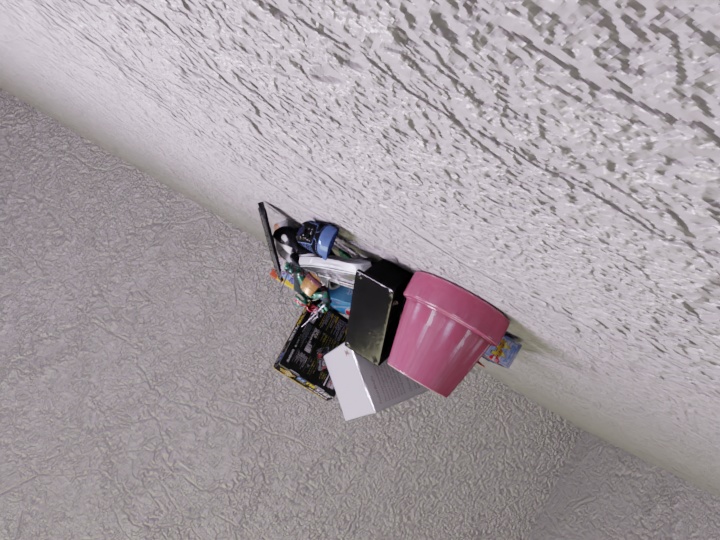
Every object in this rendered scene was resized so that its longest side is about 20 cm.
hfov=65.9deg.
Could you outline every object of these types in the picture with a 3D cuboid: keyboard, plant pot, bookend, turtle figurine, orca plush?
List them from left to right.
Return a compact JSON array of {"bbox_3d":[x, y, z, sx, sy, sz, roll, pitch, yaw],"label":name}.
[{"bbox_3d":[-0.226,-0.079,1.384,0.127,0.021,0.201,-112,11,-54],"label":"keyboard"},{"bbox_3d":[-0.112,0.023,1.310,0.150,0.200,0.101,36,-177,5],"label":"turtle figurine"},{"bbox_3d":[-0.115,-0.055,1.365,0.200,0.105,0.071,41,139,-5],"label":"orca plush"},{"bbox_3d":[0.071,0.059,1.163,0.092,0.199,0.200,28,-141,25],"label":"bookend"},{"bbox_3d":[0.148,0.126,1.033,0.199,0.179,0.200,29,175,3],"label":"plant pot"}]

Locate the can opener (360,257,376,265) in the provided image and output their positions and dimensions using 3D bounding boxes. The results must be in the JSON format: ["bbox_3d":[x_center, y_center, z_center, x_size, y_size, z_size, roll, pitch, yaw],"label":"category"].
[{"bbox_3d":[0.000,0.000,1.297,0.078,0.064,0.200,10,-178,-14],"label":"can opener"}]

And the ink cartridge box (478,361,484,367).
[{"bbox_3d":[0.251,0.169,1.409,0.109,0.050,0.200,31,-175,-12],"label":"ink cartridge box"}]

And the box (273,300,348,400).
[{"bbox_3d":[-0.098,0.189,1.356,0.159,0.200,0.049,35,147,-14],"label":"box"}]

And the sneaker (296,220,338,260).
[{"bbox_3d":[-0.092,-0.066,1.129,0.078,0.070,0.200,23,177,-5],"label":"sneaker"}]

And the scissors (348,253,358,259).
[{"bbox_3d":[0.044,0.000,1.340,0.200,0.014,0.073,32,177,-5],"label":"scissors"}]

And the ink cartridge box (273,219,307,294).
[{"bbox_3d":[-0.157,-0.011,1.447,0.050,0.201,0.162,-16,154,21],"label":"ink cartridge box"}]

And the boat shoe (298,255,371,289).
[{"bbox_3d":[-0.062,0.006,1.197,0.200,0.071,0.072,10,-169,44],"label":"boat shoe"}]

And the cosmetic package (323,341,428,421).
[{"bbox_3d":[0.052,0.228,1.287,0.166,0.199,0.168,-40,67,58],"label":"cosmetic package"}]

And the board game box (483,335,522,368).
[{"bbox_3d":[0.259,0.146,1.232,0.200,0.062,0.200,32,176,-11],"label":"board game box"}]

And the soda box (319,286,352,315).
[{"bbox_3d":[-0.002,0.077,1.385,0.199,0.068,0.064,15,146,13],"label":"soda box"}]

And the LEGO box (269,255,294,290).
[{"bbox_3d":[-0.144,0.001,1.623,0.200,0.149,0.077,30,175,-8],"label":"LEGO box"}]
